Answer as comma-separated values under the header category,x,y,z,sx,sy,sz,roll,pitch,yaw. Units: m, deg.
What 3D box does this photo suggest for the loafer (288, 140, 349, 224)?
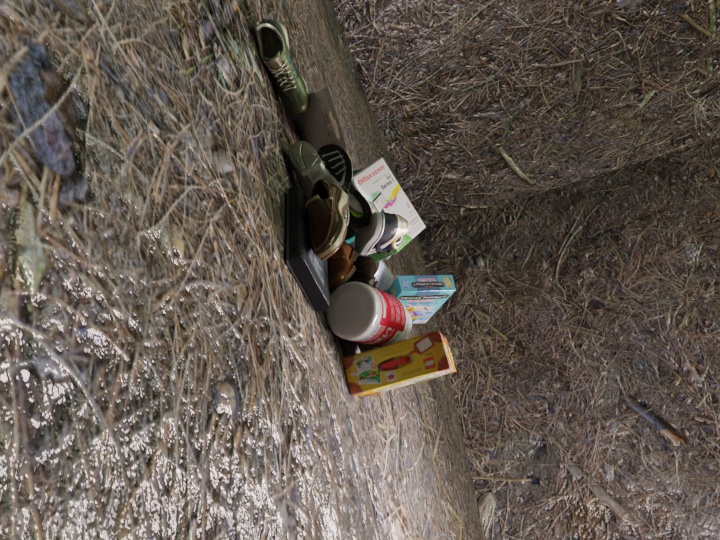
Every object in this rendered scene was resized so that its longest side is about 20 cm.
category,x,y,z,sx,sy,sz,roll,pitch,yaw
loafer,-0.083,-0.163,1.302,0.201,0.072,0.063,62,-15,7

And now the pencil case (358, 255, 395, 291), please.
category,x,y,z,sx,sy,sz,roll,pitch,yaw
pencil case,0.031,0.018,1.656,0.083,0.091,0.200,40,-6,24

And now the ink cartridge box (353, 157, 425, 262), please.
category,x,y,z,sx,sy,sz,roll,pitch,yaw
ink cartridge box,0.041,-0.143,1.524,0.200,0.084,0.145,57,44,-8

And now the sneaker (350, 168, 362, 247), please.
category,x,y,z,sx,sy,sz,roll,pitch,yaw
sneaker,0.001,-0.162,1.646,0.080,0.130,0.201,-78,152,-71

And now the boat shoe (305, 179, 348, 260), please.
category,x,y,z,sx,sy,sz,roll,pitch,yaw
boat shoe,-0.072,-0.097,1.167,0.075,0.075,0.203,42,25,-24

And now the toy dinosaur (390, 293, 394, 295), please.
category,x,y,z,sx,sy,sz,roll,pitch,yaw
toy dinosaur,0.052,0.162,1.544,0.200,0.086,0.136,-87,158,-51

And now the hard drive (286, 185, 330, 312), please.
category,x,y,z,sx,sy,sz,roll,pitch,yaw
hard drive,-0.096,-0.043,1.193,0.200,0.033,0.140,-96,165,-46

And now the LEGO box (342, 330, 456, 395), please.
category,x,y,z,sx,sy,sz,roll,pitch,yaw
LEGO box,0.083,0.191,1.313,0.149,0.199,0.077,39,35,-72

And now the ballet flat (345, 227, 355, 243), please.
category,x,y,z,sx,sy,sz,roll,pitch,yaw
ballet flat,-0.061,-0.108,1.425,0.200,0.069,0.070,40,35,-72

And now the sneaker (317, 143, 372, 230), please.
category,x,y,z,sx,sy,sz,roll,pitch,yaw
sneaker,-0.041,-0.169,1.362,0.081,0.074,0.201,122,-52,-76

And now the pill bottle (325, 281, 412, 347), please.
category,x,y,z,sx,sy,sz,roll,pitch,yaw
pill bottle,0.025,0.094,1.300,0.200,0.112,0.113,24,49,-59

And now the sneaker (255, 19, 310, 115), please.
category,x,y,z,sx,sy,sz,roll,pitch,yaw
sneaker,-0.168,-0.420,1.344,0.090,0.067,0.201,-36,109,-72

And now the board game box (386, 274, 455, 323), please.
category,x,y,z,sx,sy,sz,roll,pitch,yaw
board game box,0.134,0.079,1.678,0.200,0.150,0.047,122,-38,-56

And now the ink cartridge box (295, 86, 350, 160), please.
category,x,y,z,sx,sy,sz,roll,pitch,yaw
ink cartridge box,-0.073,-0.314,1.433,0.200,0.050,0.162,4,-64,60

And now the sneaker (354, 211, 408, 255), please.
category,x,y,z,sx,sy,sz,roll,pitch,yaw
sneaker,0.043,-0.073,1.392,0.200,0.079,0.079,156,-61,-73

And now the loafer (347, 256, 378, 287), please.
category,x,y,z,sx,sy,sz,roll,pitch,yaw
loafer,0.000,0.000,1.416,0.073,0.071,0.200,31,2,-14

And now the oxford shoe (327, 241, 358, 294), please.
category,x,y,z,sx,sy,sz,roll,pitch,yaw
oxford shoe,-0.053,-0.013,1.341,0.071,0.071,0.200,45,16,-15

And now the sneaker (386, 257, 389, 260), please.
category,x,y,z,sx,sy,sz,roll,pitch,yaw
sneaker,0.042,-0.070,1.682,0.080,0.077,0.200,34,-12,-6

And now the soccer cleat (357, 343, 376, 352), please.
category,x,y,z,sx,sy,sz,roll,pitch,yaw
soccer cleat,0.006,0.110,1.455,0.086,0.070,0.200,48,20,-28
